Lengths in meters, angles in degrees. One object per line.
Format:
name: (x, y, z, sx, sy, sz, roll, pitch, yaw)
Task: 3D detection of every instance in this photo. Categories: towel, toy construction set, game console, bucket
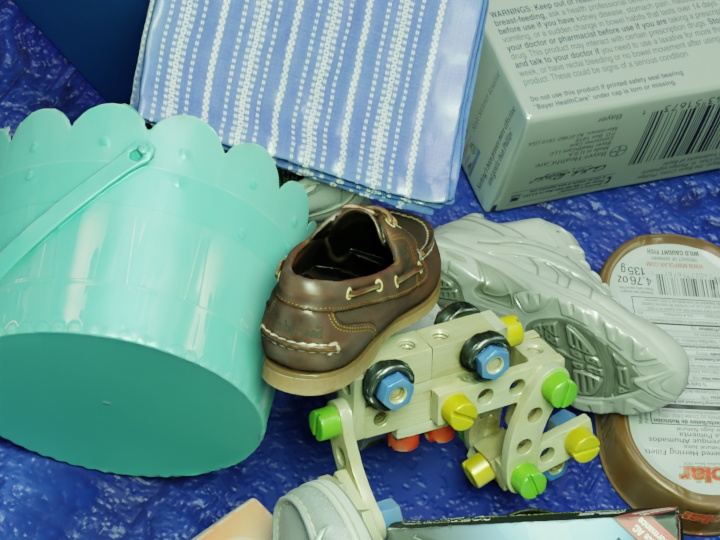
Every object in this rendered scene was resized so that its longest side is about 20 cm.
towel: (-0.024, -0.124, 1.639, 0.200, 0.024, 0.145, 16, 79, -25)
toy construction set: (0.042, 0.092, 1.649, 0.200, 0.131, 0.092, -25, 41, -35)
game console: (-0.091, -0.144, 1.731, 0.171, 0.200, 0.118, -16, 97, -26)
bucket: (-0.129, 0.016, 1.626, 0.207, 0.207, 0.135, 13, 61, -6)

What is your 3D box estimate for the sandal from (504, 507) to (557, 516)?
sandal: (0.090, 0.160, 1.657, 0.200, 0.075, 0.045, -2, 101, -14)

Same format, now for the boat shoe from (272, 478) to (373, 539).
boat shoe: (-0.024, 0.208, 1.536, 0.065, 0.074, 0.202, 2, 75, -28)

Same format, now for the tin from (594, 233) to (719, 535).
tin: (0.195, 0.065, 1.779, 0.112, 0.042, 0.200, 1, 55, -9)

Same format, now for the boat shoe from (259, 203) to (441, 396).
boat shoe: (0.000, 0.000, 1.601, 0.070, 0.070, 0.200, 8, 22, 13)

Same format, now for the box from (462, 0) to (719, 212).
box: (0.136, -0.157, 1.876, 0.184, 0.105, 0.200, -11, 60, -21)

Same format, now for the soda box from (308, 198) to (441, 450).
soda box: (-0.016, 0.004, 1.747, 0.068, 0.064, 0.200, -20, 62, -25)

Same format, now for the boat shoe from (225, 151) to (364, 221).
boat shoe: (-0.096, -0.053, 1.707, 0.201, 0.072, 0.070, -10, 73, 20)

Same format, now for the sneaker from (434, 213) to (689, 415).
sneaker: (0.117, 0.013, 1.751, 0.200, 0.078, 0.099, 27, 45, 24)

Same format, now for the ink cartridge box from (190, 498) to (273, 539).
ink cartridge box: (-0.054, 0.239, 1.564, 0.162, 0.050, 0.200, -35, 68, -31)

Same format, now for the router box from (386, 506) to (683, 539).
router box: (0.094, 0.222, 1.504, 0.150, 0.062, 0.200, -4, 85, 8)
